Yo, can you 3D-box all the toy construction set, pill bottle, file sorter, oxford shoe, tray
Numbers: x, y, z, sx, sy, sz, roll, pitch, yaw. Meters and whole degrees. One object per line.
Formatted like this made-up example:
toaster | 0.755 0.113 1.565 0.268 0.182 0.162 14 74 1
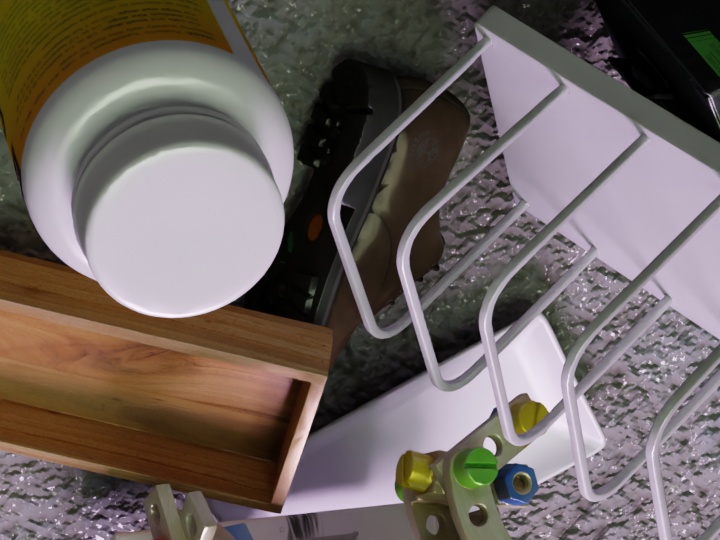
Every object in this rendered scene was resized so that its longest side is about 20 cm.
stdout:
toy construction set | 0.002 0.135 1.005 0.200 0.092 0.131 -9 84 -14
pill bottle | -0.093 -0.066 0.909 0.109 0.200 0.109 -9 124 -13
file sorter | 0.099 0.009 0.965 0.125 0.200 0.139 -43 147 -17
oxford shoe | 0.000 0.000 1.066 0.084 0.073 0.200 10 119 -30
tray | -0.121 0.048 1.028 0.200 0.037 0.099 13 132 -6
tray | 0.024 0.100 1.170 0.200 0.022 0.107 -29 127 0

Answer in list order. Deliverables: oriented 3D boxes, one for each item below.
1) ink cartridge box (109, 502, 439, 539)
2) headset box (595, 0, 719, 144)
ink cartridge box | -0.029 0.160 1.102 0.200 0.067 0.116 -4 166 -16
headset box | 0.208 -0.126 0.992 0.200 0.174 0.093 -28 127 2
